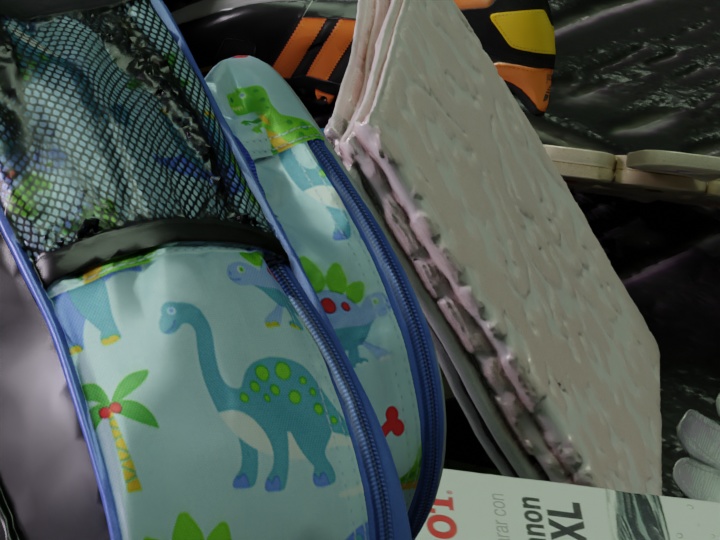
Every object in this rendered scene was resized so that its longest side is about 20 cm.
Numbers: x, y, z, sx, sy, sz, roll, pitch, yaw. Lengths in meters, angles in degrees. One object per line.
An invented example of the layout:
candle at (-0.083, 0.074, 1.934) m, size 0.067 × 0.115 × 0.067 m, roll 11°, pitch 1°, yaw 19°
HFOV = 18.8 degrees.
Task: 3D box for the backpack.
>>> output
backpack at (-0.067, 0.045, 0.541) m, size 0.147 × 0.183 × 0.200 m, roll -5°, pitch 56°, yaw -36°

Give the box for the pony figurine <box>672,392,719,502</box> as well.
pony figurine at (0.233, 0.042, 0.802) m, size 0.193 × 0.167 × 0.200 m, roll 26°, pitch 16°, yaw 10°

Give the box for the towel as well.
towel at (0.051, -0.004, 0.771) m, size 0.032 × 0.200 × 0.191 m, roll -25°, pitch 20°, yaw 18°

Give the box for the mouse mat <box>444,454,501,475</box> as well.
mouse mat at (0.020, 0.105, 0.734) m, size 0.199 × 0.008 × 0.161 m, roll 11°, pitch 29°, yaw 0°

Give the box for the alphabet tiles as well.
alphabet tiles at (0.158, -0.034, 0.937) m, size 0.199 × 0.015 × 0.196 m, roll 6°, pitch 0°, yaw -7°

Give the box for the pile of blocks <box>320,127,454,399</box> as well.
pile of blocks at (0.000, 0.000, 0.845) m, size 0.082 × 0.062 × 0.200 m, roll -36°, pitch 41°, yaw -1°

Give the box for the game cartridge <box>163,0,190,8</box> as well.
game cartridge at (-0.101, -0.144, 1.041) m, size 0.200 × 0.041 × 0.133 m, roll -10°, pitch 6°, yaw -34°

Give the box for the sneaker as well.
sneaker at (-0.006, -0.095, 1.017) m, size 0.199 × 0.090 × 0.070 m, roll -9°, pitch 0°, yaw 12°

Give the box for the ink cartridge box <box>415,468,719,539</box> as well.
ink cartridge box at (0.091, 0.139, 0.610) m, size 0.199 × 0.085 × 0.145 m, roll 7°, pitch 33°, yaw -7°
